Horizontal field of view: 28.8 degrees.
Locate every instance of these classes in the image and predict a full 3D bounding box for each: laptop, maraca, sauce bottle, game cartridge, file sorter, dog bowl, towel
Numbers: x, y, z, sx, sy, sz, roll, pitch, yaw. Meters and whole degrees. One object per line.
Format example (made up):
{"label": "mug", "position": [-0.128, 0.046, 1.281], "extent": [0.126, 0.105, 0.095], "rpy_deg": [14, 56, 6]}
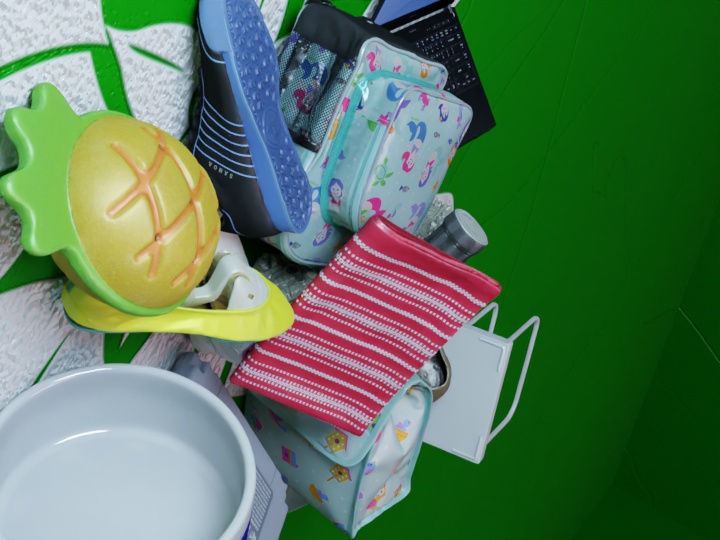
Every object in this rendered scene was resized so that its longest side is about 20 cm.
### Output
{"label": "laptop", "position": [0.089, -0.214, 1.292], "extent": [0.177, 0.103, 0.201], "rpy_deg": [-33, 106, -51]}
{"label": "maraca", "position": [-0.165, -0.044, 0.922], "extent": [0.200, 0.107, 0.138], "rpy_deg": [30, 51, -55]}
{"label": "sauce bottle", "position": [0.024, 0.026, 1.196], "extent": [0.200, 0.065, 0.065], "rpy_deg": [-43, 167, 23]}
{"label": "game cartridge", "position": [-0.129, 0.187, 1.234], "extent": [0.134, 0.040, 0.200], "rpy_deg": [-75, 146, -47]}
{"label": "file sorter", "position": [0.071, 0.088, 1.495], "extent": [0.124, 0.199, 0.139], "rpy_deg": [-33, 139, -60]}
{"label": "dog bowl", "position": [-0.178, 0.167, 1.019], "extent": [0.200, 0.200, 0.079], "rpy_deg": [-43, 156, -40]}
{"label": "towel", "position": [0.005, 0.051, 1.156], "extent": [0.144, 0.023, 0.200], "rpy_deg": [27, 117, -32]}

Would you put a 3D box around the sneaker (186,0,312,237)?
{"label": "sneaker", "position": [-0.098, -0.113, 1.038], "extent": [0.070, 0.078, 0.201], "rpy_deg": [-55, 137, -55]}

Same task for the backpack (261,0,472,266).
{"label": "backpack", "position": [-0.013, -0.099, 1.159], "extent": [0.200, 0.150, 0.177], "rpy_deg": [-59, 155, 13]}

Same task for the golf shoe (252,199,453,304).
{"label": "golf shoe", "position": [0.000, 0.000, 1.265], "extent": [0.199, 0.078, 0.097], "rpy_deg": [-19, 139, -9]}

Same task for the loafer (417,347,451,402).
{"label": "loafer", "position": [0.031, 0.043, 1.378], "extent": [0.076, 0.200, 0.067], "rpy_deg": [-40, -172, -17]}

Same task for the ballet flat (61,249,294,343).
{"label": "ballet flat", "position": [-0.124, 0.015, 1.047], "extent": [0.199, 0.067, 0.067], "rpy_deg": [3, 132, -35]}

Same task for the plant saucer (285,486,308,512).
{"label": "plant saucer", "position": [-0.024, 0.193, 1.551], "extent": [0.201, 0.039, 0.201], "rpy_deg": [-37, -176, 3]}

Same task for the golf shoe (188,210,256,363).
{"label": "golf shoe", "position": [-0.105, 0.017, 1.159], "extent": [0.075, 0.091, 0.200], "rpy_deg": [-51, 156, -21]}

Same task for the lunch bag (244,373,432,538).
{"label": "lunch bag", "position": [-0.025, 0.133, 1.372], "extent": [0.122, 0.170, 0.200], "rpy_deg": [-33, 147, -36]}
